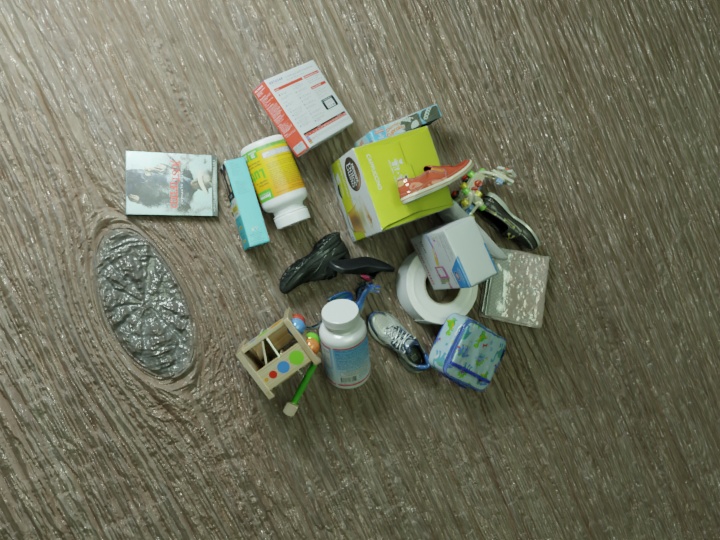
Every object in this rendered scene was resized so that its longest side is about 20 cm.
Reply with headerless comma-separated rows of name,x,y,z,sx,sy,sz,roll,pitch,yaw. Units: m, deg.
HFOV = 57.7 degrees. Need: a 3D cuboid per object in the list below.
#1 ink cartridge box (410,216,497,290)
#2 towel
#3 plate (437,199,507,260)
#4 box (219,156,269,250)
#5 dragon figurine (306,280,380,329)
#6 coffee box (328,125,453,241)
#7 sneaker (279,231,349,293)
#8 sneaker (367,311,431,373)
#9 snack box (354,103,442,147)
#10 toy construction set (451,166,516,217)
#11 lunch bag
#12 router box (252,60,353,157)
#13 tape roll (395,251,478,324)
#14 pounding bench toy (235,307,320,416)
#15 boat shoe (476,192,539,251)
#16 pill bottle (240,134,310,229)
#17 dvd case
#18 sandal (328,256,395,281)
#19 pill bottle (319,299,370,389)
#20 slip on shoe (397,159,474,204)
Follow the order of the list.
ink cartridge box,0.214,-0.035,1.524,0.085,0.200,0.145,-26,95,-16
towel,0.418,0.043,1.754,0.191,0.032,0.200,12,83,-19
plate,0.263,-0.100,1.628,0.032,0.200,0.200,-45,101,0
box,-0.266,-0.151,1.495,0.049,0.082,0.200,-17,92,-19
dragon figurine,-0.046,0.083,1.567,0.200,0.059,0.100,-11,89,-12
coffee box,0.068,-0.202,1.558,0.200,0.198,0.200,-20,93,-20
sneaker,-0.104,-0.004,1.551,0.200,0.076,0.091,-40,108,-15
sneaker,0.104,0.172,1.603,0.200,0.085,0.077,44,73,-11
snack box,0.092,-0.349,1.621,0.200,0.116,0.037,-26,95,-19
toy construction set,0.300,-0.206,1.674,0.200,0.131,0.092,-40,99,-22
lunch bag,0.268,0.208,1.624,0.200,0.082,0.161,32,84,-41
router box,-0.129,-0.383,1.533,0.180,0.049,0.200,56,42,-8
tape roll,0.193,0.038,1.653,0.202,0.071,0.203,2,86,-20
pounding bench toy,-0.152,0.207,1.464,0.156,0.124,0.200,-35,98,1
boat shoe,0.389,-0.118,1.737,0.201,0.072,0.061,43,73,-4
pill bottle,-0.190,-0.201,1.510,0.111,0.111,0.200,-23,94,-20
dvd case,-0.425,-0.194,1.474,0.200,0.022,0.146,0,86,-21
sandal,0.000,0.000,1.570,0.200,0.075,0.045,-3,113,-44
pill bottle,-0.036,0.167,1.493,0.109,0.109,0.200,-22,130,-20
slip on shoe,0.168,-0.211,1.455,0.200,0.074,0.061,-25,92,-18
